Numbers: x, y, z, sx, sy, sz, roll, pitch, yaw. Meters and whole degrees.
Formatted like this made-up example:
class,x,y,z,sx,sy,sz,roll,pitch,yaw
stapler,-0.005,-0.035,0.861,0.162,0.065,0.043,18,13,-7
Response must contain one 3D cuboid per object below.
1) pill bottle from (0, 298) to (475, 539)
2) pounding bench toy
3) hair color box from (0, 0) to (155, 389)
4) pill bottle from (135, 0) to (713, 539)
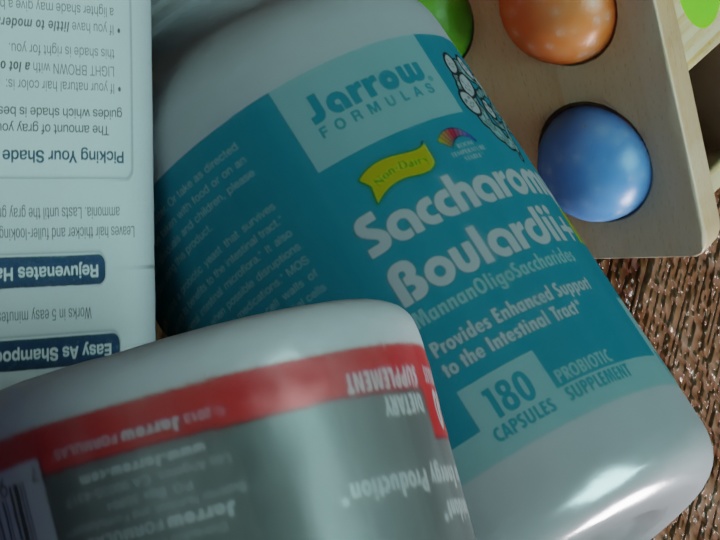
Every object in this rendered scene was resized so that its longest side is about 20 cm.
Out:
class,x,y,z,sx,sy,sz,roll,pitch,yaw
pill bottle,-0.017,0.116,0.647,0.114,0.114,0.201,-5,78,-57
pounding bench toy,0.068,-0.119,0.975,0.156,0.124,0.201,-39,121,-50
hair color box,-0.102,-0.013,0.717,0.100,0.060,0.201,-2,92,-57
pill bottle,0.000,0.000,0.778,0.111,0.111,0.200,-10,63,-56
